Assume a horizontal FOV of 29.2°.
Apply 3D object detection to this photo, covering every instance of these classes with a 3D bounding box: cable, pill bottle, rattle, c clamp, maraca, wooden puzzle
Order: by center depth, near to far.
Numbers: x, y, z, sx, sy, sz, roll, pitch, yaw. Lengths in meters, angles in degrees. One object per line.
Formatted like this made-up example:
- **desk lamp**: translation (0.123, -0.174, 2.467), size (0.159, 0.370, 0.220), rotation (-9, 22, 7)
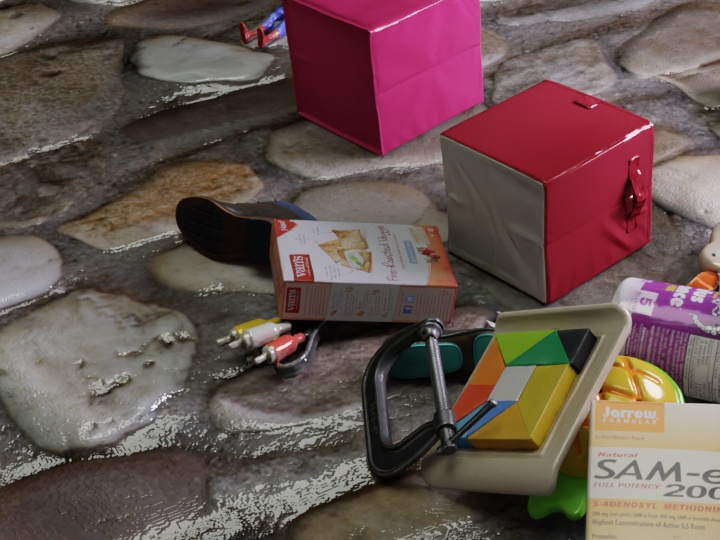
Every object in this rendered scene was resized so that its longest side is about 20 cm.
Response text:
- **maraca**: translation (0.219, 0.158, 1.321), size (0.200, 0.107, 0.137), rotation (-38, 45, -17)
- **wooden puzzle**: translation (0.152, 0.118, 1.321), size (0.185, 0.037, 0.200), rotation (-8, 48, 52)
- **c clamp**: translation (0.062, 0.120, 1.377), size (0.027, 0.171, 0.200), rotation (29, 28, -29)
- **pill bottle**: translation (0.357, 0.076, 1.408), size (0.200, 0.112, 0.112), rotation (11, 38, 23)
- **cable**: translation (-0.060, 0.058, 1.550), size (0.200, 0.050, 0.097), rotation (-33, 40, -33)
- **rattle**: translation (0.441, -0.044, 1.553), size (0.200, 0.143, 0.130), rotation (-20, 55, -30)

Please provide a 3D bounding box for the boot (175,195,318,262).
- **boot**: translation (-0.139, -0.053, 1.730), size (0.200, 0.075, 0.097), rotation (19, 19, 39)

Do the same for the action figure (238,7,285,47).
- **action figure**: translation (-0.110, -0.445, 2.251), size (0.065, 0.099, 0.200), rotation (24, 42, 35)

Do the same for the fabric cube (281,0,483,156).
- **fabric cube**: translation (0.033, -0.313, 1.942), size (0.199, 0.200, 0.196), rotation (-29, 42, -29)

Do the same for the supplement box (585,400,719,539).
- **supplement box**: translation (0.256, 0.217, 1.185), size (0.126, 0.074, 0.200), rotation (1, 61, 10)

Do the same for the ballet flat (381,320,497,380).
- **ballet flat**: translation (0.121, 0.084, 1.477), size (0.199, 0.068, 0.068), rotation (4, 24, 15)

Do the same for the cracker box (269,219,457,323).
- **cracker box**: translation (0.000, 0.000, 1.585), size (0.199, 0.058, 0.134), rotation (1, 32, -11)

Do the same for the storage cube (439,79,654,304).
- **storage cube**: translation (0.220, -0.096, 1.626), size (0.180, 0.171, 0.200), rotation (-29, 41, -29)
